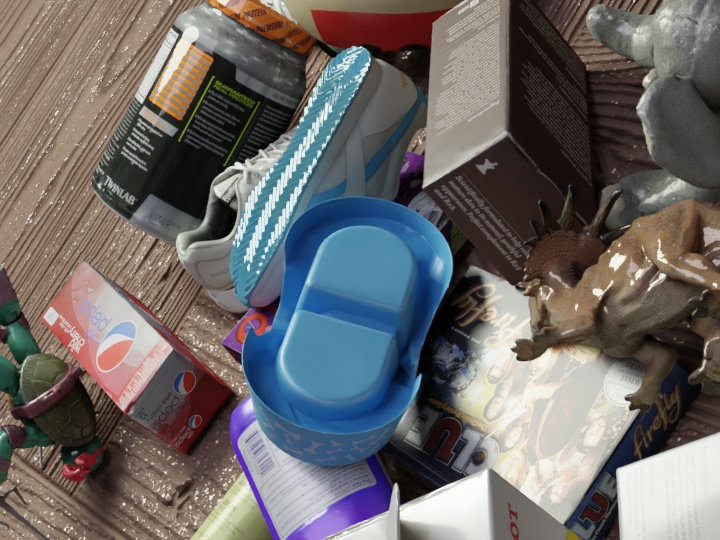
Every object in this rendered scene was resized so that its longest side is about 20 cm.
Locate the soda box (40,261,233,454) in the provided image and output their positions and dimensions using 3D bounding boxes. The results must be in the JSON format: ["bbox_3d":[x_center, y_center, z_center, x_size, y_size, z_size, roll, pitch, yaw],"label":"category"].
[{"bbox_3d":[-0.181,0.066,1.280,0.064,0.070,0.200,-52,36,-2],"label":"soda box"}]

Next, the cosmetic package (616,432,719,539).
[{"bbox_3d":[0.228,0.126,0.774,0.199,0.085,0.108,-23,45,32],"label":"cosmetic package"}]

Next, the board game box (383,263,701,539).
[{"bbox_3d":[0.098,0.086,0.992,0.136,0.035,0.200,-56,36,-5],"label":"board game box"}]

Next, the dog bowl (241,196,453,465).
[{"bbox_3d":[-0.009,0.039,1.024,0.110,0.050,0.201,15,46,5],"label":"dog bowl"}]

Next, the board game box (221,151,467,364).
[{"bbox_3d":[0.000,0.000,1.150,0.200,0.032,0.120,-50,31,-15],"label":"board game box"}]

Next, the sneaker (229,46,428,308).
[{"bbox_3d":[-0.022,-0.054,1.148,0.201,0.080,0.077,-57,33,10],"label":"sneaker"}]

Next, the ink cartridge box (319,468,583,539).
[{"bbox_3d":[0.058,0.201,0.796,0.125,0.200,0.129,-27,42,29],"label":"ink cartridge box"}]

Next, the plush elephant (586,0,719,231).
[{"bbox_3d":[0.203,-0.115,0.946,0.199,0.155,0.166,12,69,51],"label":"plush elephant"}]

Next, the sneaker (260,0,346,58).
[{"bbox_3d":[-0.040,-0.226,1.393,0.088,0.075,0.201,-62,34,30],"label":"sneaker"}]

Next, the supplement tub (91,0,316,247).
[{"bbox_3d":[-0.123,-0.125,1.311,0.201,0.122,0.123,-59,35,8],"label":"supplement tub"}]

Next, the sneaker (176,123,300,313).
[{"bbox_3d":[-0.066,-0.065,1.262,0.201,0.081,0.075,-54,34,-6],"label":"sneaker"}]

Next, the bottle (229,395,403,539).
[{"bbox_3d":[-0.013,0.156,1.002,0.083,0.065,0.201,-32,54,2],"label":"bottle"}]

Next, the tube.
[{"bbox_3d":[-0.041,0.125,1.101,0.058,0.052,0.200,37,80,11],"label":"tube"}]

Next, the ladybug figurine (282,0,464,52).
[{"bbox_3d":[0.031,-0.213,1.251,0.198,0.073,0.136,3,25,23],"label":"ladybug figurine"}]

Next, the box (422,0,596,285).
[{"bbox_3d":[0.100,-0.097,1.066,0.075,0.100,0.201,-31,30,25],"label":"box"}]

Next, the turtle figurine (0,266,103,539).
[{"bbox_3d":[-0.263,0.104,1.281,0.100,0.201,0.150,-26,13,19],"label":"turtle figurine"}]

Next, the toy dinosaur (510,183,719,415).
[{"bbox_3d":[0.160,-0.001,0.903,0.199,0.086,0.136,-20,39,28],"label":"toy dinosaur"}]
